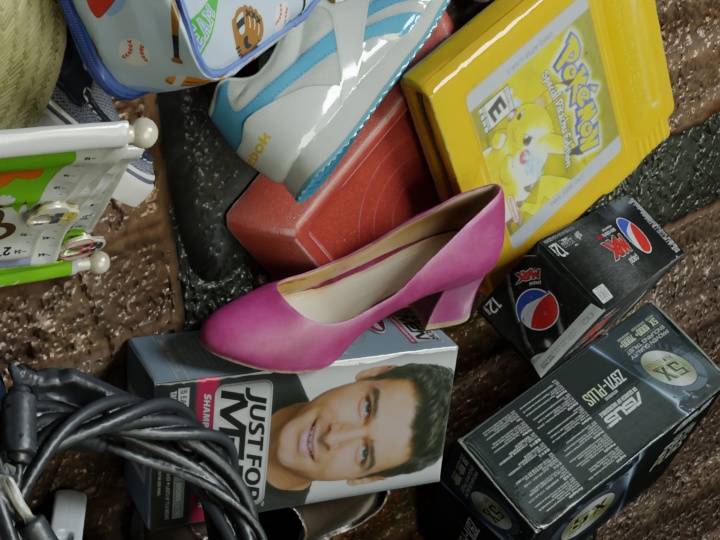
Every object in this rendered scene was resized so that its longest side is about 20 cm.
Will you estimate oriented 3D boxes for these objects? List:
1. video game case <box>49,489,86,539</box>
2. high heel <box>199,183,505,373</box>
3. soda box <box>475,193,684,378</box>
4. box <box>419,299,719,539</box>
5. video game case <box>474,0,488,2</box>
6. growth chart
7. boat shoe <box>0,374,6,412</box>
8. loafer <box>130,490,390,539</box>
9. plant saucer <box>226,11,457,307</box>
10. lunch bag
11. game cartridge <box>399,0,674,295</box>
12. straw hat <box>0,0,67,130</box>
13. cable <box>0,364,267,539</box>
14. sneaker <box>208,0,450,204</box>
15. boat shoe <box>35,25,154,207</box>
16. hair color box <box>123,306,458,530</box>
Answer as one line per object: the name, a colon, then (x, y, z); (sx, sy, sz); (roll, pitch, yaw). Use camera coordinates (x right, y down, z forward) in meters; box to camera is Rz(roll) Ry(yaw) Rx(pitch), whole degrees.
video game case: (-0.179, 0.257, 0.779); (0.023, 0.182, 0.203); (7, 109, -11)
high heel: (0.000, 0.000, 0.818); (0.197, 0.068, 0.097); (-6, 129, -28)
soda box: (0.156, 0.007, 0.955); (0.071, 0.063, 0.199); (-50, 166, 27)
box: (0.155, 0.140, 1.026); (0.199, 0.086, 0.165); (-32, 156, -26)
video game case: (0.090, -0.296, 0.836); (0.182, 0.023, 0.201); (-48, 134, -12)
growth chart: (-0.173, -0.025, 0.655); (0.143, 0.200, 0.018); (-13, 75, -24)
boat shoe: (-0.264, 0.082, 0.671); (0.198, 0.084, 0.069); (-24, 137, -33)
loafer: (-0.052, 0.165, 0.910); (0.198, 0.071, 0.074); (-11, 118, -38)
plant saucer: (0.034, -0.045, 0.905); (0.200, 0.037, 0.200); (-50, 134, -10)
lunch bag: (-0.079, -0.183, 0.650); (0.162, 0.075, 0.200); (68, 30, -23)
game cartridge: (0.126, -0.108, 0.908); (0.199, 0.032, 0.178); (-40, 132, -19)
straw hat: (-0.218, -0.089, 0.570); (0.198, 0.085, 0.204); (-5, 117, -10)
cable: (-0.115, 0.139, 0.724); (0.050, 0.165, 0.199); (-31, 136, 26)
sneaker: (-0.007, -0.136, 0.791); (0.201, 0.080, 0.077); (-55, -178, -29)
boat shoe: (-0.148, -0.118, 0.677); (0.093, 0.075, 0.200); (-47, 134, -1)
hair color box: (-0.043, 0.088, 0.859); (0.197, 0.061, 0.100); (-6, 116, -26)
